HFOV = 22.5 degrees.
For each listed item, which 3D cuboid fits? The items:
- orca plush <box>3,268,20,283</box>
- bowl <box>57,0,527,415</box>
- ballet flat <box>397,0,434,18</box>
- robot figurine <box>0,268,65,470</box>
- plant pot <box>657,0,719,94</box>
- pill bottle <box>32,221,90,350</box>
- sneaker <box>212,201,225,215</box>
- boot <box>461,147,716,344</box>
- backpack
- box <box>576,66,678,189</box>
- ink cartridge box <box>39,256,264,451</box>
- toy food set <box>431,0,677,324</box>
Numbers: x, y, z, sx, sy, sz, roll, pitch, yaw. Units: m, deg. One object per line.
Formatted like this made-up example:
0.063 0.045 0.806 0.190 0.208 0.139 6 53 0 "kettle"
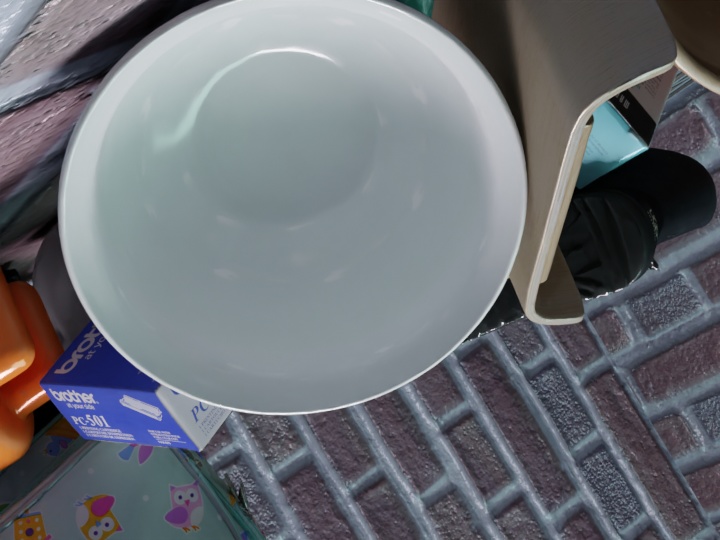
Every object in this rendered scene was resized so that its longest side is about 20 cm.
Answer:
-0.229 0.031 1.071 0.105 0.071 0.200 15 -173 18 "orca plush"
-0.032 -0.044 0.793 0.201 0.201 0.090 -32 -151 10 "bowl"
0.060 -0.138 0.896 0.067 0.071 0.200 -30 177 -41 "ballet flat"
-0.246 0.074 0.903 0.199 0.117 0.144 -33 -168 7 "robot figurine"
0.191 -0.184 0.826 0.200 0.201 0.093 -31 -147 -6 "plant pot"
-0.094 -0.005 1.095 0.111 0.111 0.200 -34 176 35 "pill bottle"
-0.064 -0.075 0.889 0.199 0.080 0.095 -33 -159 -9 "sneaker"
0.094 -0.015 1.036 0.199 0.077 0.168 -13 -175 25 "boot"
-0.131 0.174 0.966 0.176 0.200 0.153 -43 -163 -16 "backpack"
0.136 -0.134 1.001 0.049 0.082 0.200 -33 -164 36 "box"
-0.064 0.001 0.902 0.094 0.044 0.200 -1 -137 45 "ink cartridge box"
0.084 -0.084 0.797 0.060 0.144 0.200 -14 150 -12 "toy food set"
